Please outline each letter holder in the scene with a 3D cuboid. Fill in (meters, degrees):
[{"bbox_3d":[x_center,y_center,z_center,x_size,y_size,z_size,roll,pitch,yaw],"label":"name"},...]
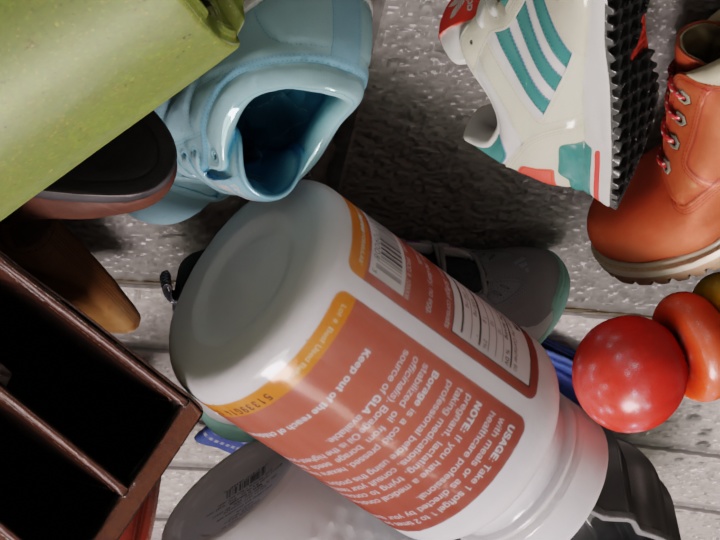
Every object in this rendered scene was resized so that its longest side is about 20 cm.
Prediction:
[{"bbox_3d":[-0.189,0.055,1.185,0.142,0.101,0.200,42,163,-24],"label":"letter holder"}]

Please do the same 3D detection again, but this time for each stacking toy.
[{"bbox_3d":[0.190,0.023,1.223,0.199,0.086,0.086,-22,154,-21],"label":"stacking toy"}]

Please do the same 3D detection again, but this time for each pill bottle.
[{"bbox_3d":[0.018,0.054,1.193,0.112,0.113,0.200,-29,128,36],"label":"pill bottle"}]

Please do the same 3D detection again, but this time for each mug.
[{"bbox_3d":[-0.035,0.186,1.319,0.199,0.148,0.176,-29,109,24],"label":"mug"}]

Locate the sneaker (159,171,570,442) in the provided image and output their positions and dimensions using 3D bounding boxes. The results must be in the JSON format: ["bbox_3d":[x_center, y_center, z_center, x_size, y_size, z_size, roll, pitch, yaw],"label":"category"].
[{"bbox_3d":[0.000,0.000,1.259,0.199,0.078,0.140,-20,132,-3],"label":"sneaker"}]

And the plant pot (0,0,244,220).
[{"bbox_3d":[-0.152,-0.102,1.010,0.189,0.201,0.200,-25,143,12],"label":"plant pot"}]

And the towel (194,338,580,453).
[{"bbox_3d":[0.024,0.077,1.431,0.144,0.024,0.200,24,140,-33],"label":"towel"}]

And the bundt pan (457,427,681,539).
[{"bbox_3d":[0.083,0.140,1.441,0.200,0.076,0.202,2,148,1],"label":"bundt pan"}]

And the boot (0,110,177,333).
[{"bbox_3d":[-0.145,-0.015,1.205,0.187,0.069,0.200,1,150,18],"label":"boot"}]

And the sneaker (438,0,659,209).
[{"bbox_3d":[0.074,-0.111,1.089,0.093,0.071,0.200,14,141,18],"label":"sneaker"}]

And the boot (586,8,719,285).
[{"bbox_3d":[0.160,-0.067,1.177,0.107,0.075,0.200,35,135,-26],"label":"boot"}]

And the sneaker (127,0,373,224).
[{"bbox_3d":[-0.060,-0.059,1.152,0.074,0.082,0.200,15,145,-23],"label":"sneaker"}]

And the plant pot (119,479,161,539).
[{"bbox_3d":[-0.228,0.140,1.374,0.194,0.202,0.201,17,144,-14],"label":"plant pot"}]
